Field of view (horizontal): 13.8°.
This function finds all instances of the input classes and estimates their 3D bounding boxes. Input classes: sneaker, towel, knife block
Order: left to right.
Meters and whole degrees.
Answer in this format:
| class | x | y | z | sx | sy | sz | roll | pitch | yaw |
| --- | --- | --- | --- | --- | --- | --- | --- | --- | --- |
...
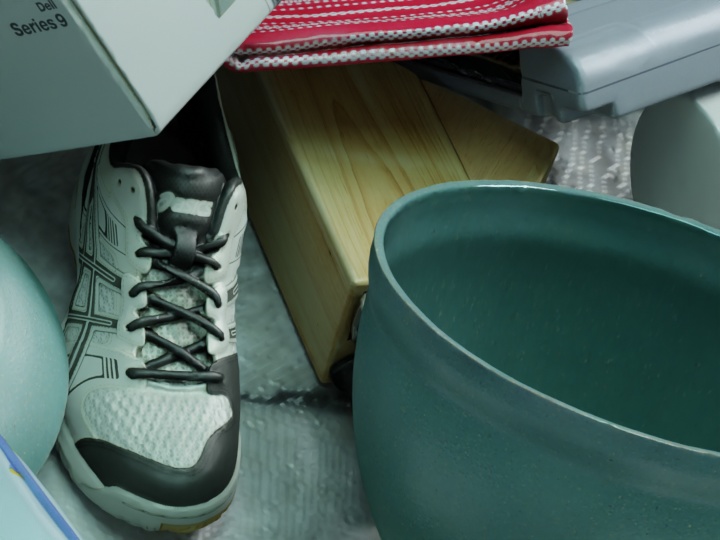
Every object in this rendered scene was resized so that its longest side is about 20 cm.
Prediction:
| class | x | y | z | sx | sy | sz | roll | pitch | yaw |
| --- | --- | --- | --- | --- | --- | --- | --- | --- | --- |
| sneaker | -0.080 | 0.003 | 1.140 | 0.075 | 0.088 | 0.201 | 4 | 50 | -16 |
| knife block | 0.000 | 0.000 | 1.183 | 0.199 | 0.064 | 0.176 | 27 | 46 | 7 |
| towel | 0.001 | -0.124 | 1.226 | 0.144 | 0.023 | 0.200 | -6 | 22 | -6 |

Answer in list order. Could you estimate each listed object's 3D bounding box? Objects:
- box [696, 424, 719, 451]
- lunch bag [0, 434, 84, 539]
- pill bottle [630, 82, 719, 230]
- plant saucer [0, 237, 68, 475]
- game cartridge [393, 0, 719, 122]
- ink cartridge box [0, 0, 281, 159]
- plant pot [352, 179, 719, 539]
| class | x | y | z | sx | sy | sz | roll | pitch | yaw |
| --- | --- | --- | --- | --- | --- | --- | --- | --- | --- |
| box | 0.158 | 0.090 | 1.151 | 0.082 | 0.069 | 0.201 | -1 | 50 | -20 |
| lunch bag | -0.121 | 0.134 | 0.929 | 0.082 | 0.200 | 0.161 | -30 | 66 | -20 |
| pill bottle | 0.220 | -0.050 | 1.266 | 0.199 | 0.111 | 0.111 | -10 | 53 | -25 |
| plant saucer | -0.207 | 0.028 | 1.093 | 0.198 | 0.036 | 0.201 | 4 | 50 | -4 |
| game cartridge | 0.079 | -0.112 | 1.262 | 0.133 | 0.041 | 0.200 | -17 | 24 | -34 |
| ink cartridge box | -0.087 | -0.136 | 1.163 | 0.200 | 0.145 | 0.084 | -50 | 117 | -33 |
| plant pot | 0.082 | 0.073 | 1.039 | 0.199 | 0.135 | 0.201 | 15 | 22 | -6 |
